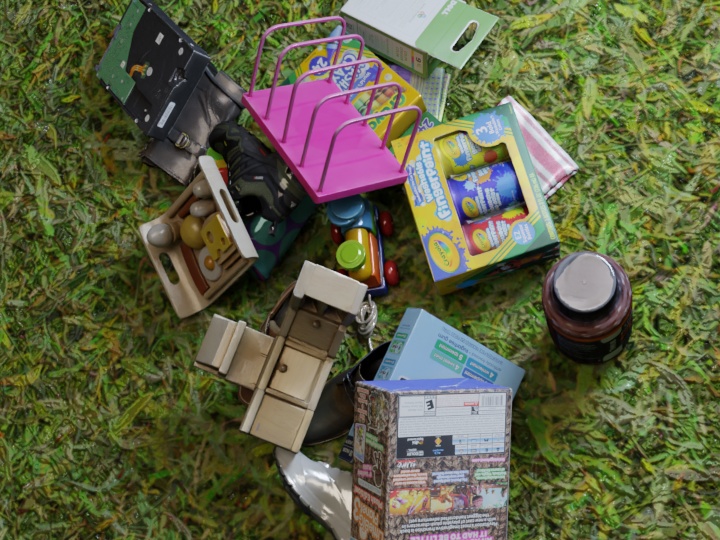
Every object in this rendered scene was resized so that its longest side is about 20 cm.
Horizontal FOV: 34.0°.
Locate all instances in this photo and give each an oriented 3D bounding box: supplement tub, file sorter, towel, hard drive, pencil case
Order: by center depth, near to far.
[{"bbox_3d":[0.270,0.042,1.396,0.106,0.200,0.108,-4,73,12],"label":"supplement tub"},{"bbox_3d":[-0.034,-0.207,1.463,0.138,0.126,0.200,-16,54,-31],"label":"file sorter"},{"bbox_3d":[0.172,-0.124,1.563,0.200,0.030,0.147,-40,69,-1],"label":"towel"},{"bbox_3d":[-0.108,-0.089,1.585,0.201,0.085,0.092,-56,32,-5],"label":"pencil case"},{"bbox_3d":[0.017,-0.226,1.636,0.198,0.023,0.145,9,75,16],"label":"towel"},{"bbox_3d":[-0.299,-0.291,1.672,0.200,0.038,0.140,44,109,40],"label":"hard drive"}]

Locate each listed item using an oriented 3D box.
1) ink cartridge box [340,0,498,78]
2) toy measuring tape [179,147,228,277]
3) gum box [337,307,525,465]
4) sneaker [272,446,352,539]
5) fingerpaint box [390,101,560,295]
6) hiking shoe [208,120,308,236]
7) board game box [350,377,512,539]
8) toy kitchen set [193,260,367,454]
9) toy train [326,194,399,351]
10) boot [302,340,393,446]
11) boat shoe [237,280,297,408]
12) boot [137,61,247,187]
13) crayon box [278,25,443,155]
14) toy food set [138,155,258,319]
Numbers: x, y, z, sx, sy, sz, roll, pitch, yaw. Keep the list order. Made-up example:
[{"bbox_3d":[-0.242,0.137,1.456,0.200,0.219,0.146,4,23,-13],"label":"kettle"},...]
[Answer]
[{"bbox_3d":[0.081,-0.335,1.623,0.199,0.059,0.104,30,66,20],"label":"ink cartridge box"},{"bbox_3d":[-0.196,-0.083,1.626,0.073,0.074,0.202,14,91,17],"label":"toy measuring tape"},{"bbox_3d":[0.089,0.173,1.430,0.169,0.044,0.201,30,79,-23],"label":"gum box"},{"bbox_3d":[-0.030,0.283,1.472,0.200,0.075,0.087,42,74,15],"label":"sneaker"},{"bbox_3d":[0.147,-0.093,1.508,0.165,0.073,0.202,-17,72,5],"label":"fingerpaint box"},{"bbox_3d":[-0.151,-0.122,1.526,0.101,0.076,0.200,-52,48,-3],"label":"hiking shoe"},{"bbox_3d":[0.080,0.230,1.350,0.158,0.097,0.202,2,91,-25],"label":"board game box"},{"bbox_3d":[-0.109,0.093,1.403,0.162,0.180,0.202,22,78,-2],"label":"toy kitchen set"},{"bbox_3d":[0.000,0.000,1.519,0.084,0.116,0.202,-9,71,11],"label":"toy train"},{"bbox_3d":[-0.013,0.148,1.486,0.199,0.097,0.075,-35,68,0],"label":"boot"},{"bbox_3d":[-0.106,0.089,1.537,0.075,0.072,0.201,27,87,21],"label":"boat shoe"},{"bbox_3d":[-0.262,-0.226,1.682,0.200,0.069,0.175,40,94,28],"label":"boot"},{"bbox_3d":[-0.001,-0.224,1.601,0.126,0.052,0.200,-46,70,-3],"label":"crayon box"},{"bbox_3d":[-0.217,-0.039,1.532,0.060,0.200,0.144,-18,77,-39],"label":"toy food set"}]
